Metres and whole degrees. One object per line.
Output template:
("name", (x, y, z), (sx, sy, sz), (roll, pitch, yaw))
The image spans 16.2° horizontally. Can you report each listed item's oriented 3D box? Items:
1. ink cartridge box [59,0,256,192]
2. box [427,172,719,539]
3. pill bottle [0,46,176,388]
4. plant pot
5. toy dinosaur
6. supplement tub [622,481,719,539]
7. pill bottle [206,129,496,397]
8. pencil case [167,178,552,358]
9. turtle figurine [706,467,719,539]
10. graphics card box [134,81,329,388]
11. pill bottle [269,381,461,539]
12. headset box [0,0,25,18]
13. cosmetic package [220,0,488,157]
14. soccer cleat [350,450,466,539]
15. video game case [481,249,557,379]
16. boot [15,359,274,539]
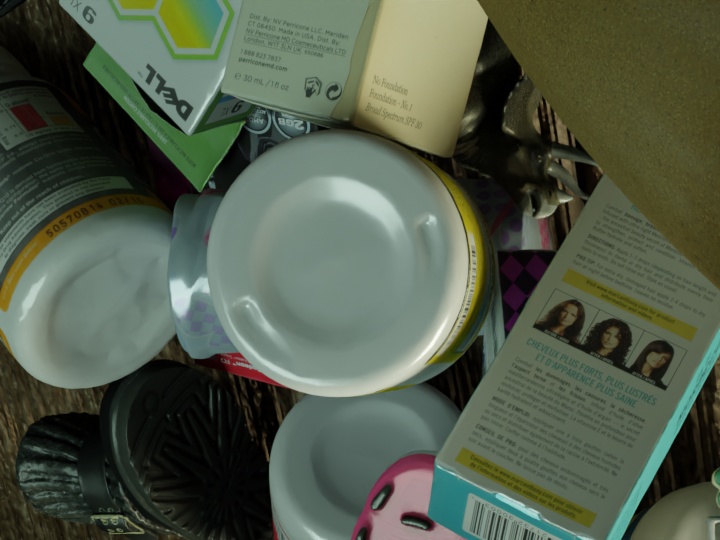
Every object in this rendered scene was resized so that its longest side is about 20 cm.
("ink cartridge box", (-0.083, -0.140, 1.266), (0.104, 0.059, 0.200), (45, 123, 16))
("box", (0.109, 0.039, 1.114), (0.082, 0.201, 0.049), (26, 148, 13))
("pill bottle", (-0.183, -0.036, 1.394), (0.200, 0.116, 0.117), (48, 145, 37))
("plant pot", (0.143, -0.101, 1.011), (0.200, 0.186, 0.187), (36, 138, 31))
("toy dinosaur", (0.038, -0.116, 1.219), (0.077, 0.102, 0.202), (-178, 71, -71))
("supplement tub", (0.148, 0.209, 1.312), (0.145, 0.145, 0.200), (49, 138, -1))
("pill bottle", (0.003, 0.000, 1.127), (0.110, 0.200, 0.112), (0, 88, 8))
("pencil case", (0.000, 0.000, 1.276), (0.198, 0.084, 0.091), (-4, 146, 12))
("turtle figurine", (0.239, 0.117, 1.196), (0.149, 0.101, 0.201), (27, 117, 5))
("graphics card box", (-0.047, -0.028, 1.372), (0.125, 0.051, 0.201), (14, 127, 33))
("pill bottle", (0.008, 0.148, 1.384), (0.112, 0.112, 0.200), (32, 155, 18))
("headset box", (-0.199, -0.249, 1.304), (0.174, 0.093, 0.200), (49, 138, -1))
("cosmetic package", (0.015, -0.160, 1.110), (0.073, 0.103, 0.202), (16, 93, 29))
("soccer cleat", (0.034, 0.178, 1.270), (0.069, 0.086, 0.202), (8, 107, 19))
("video game case", (0.081, 0.123, 1.196), (0.035, 0.201, 0.182), (-2, 145, -1))
("boot", (-0.141, 0.107, 1.484), (0.157, 0.080, 0.211), (16, 155, 30))
